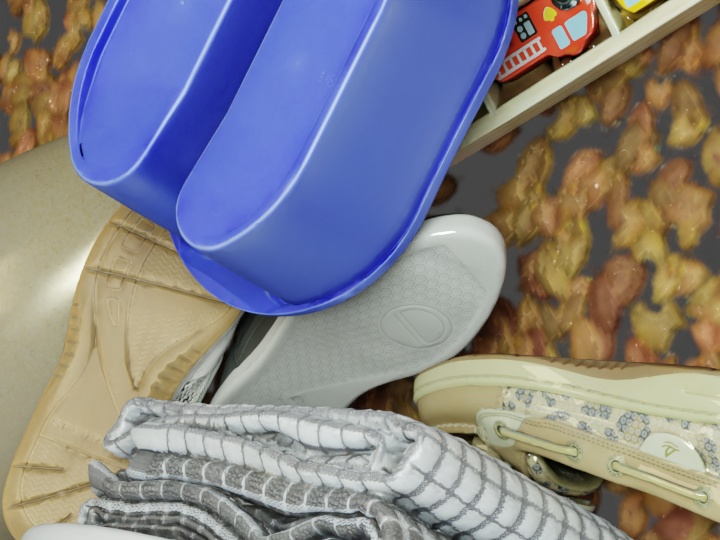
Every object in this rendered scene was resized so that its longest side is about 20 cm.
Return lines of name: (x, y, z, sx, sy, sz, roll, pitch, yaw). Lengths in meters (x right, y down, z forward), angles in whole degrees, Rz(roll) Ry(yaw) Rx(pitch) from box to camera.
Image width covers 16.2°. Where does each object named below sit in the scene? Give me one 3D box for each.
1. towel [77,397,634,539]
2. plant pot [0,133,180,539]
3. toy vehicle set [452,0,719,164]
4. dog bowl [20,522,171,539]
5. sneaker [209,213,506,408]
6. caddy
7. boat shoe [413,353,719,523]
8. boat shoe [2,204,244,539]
towel: (0.000, 0.116, 1.013, 0.200, 0.165, 0.086, 1, 68, 48)
plant pot: (-0.142, 0.018, 1.212, 0.200, 0.187, 0.188, -38, 55, 19)
toy vehicle set: (0.060, -0.131, 1.036, 0.200, 0.026, 0.125, -31, 81, 30)
dog bowl: (-0.042, 0.164, 0.933, 0.200, 0.200, 0.079, -1, 65, 48)
sneaker: (0.000, 0.000, 1.086, 0.200, 0.071, 0.100, -41, 30, 48)
caddy: (-0.022, -0.082, 1.003, 0.141, 0.105, 0.201, 31, 96, 37)
boat shoe: (0.094, 0.068, 0.994, 0.200, 0.073, 0.063, 0, 82, 50)
boat shoe: (-0.097, 0.035, 1.116, 0.201, 0.071, 0.069, -62, -4, -9)
